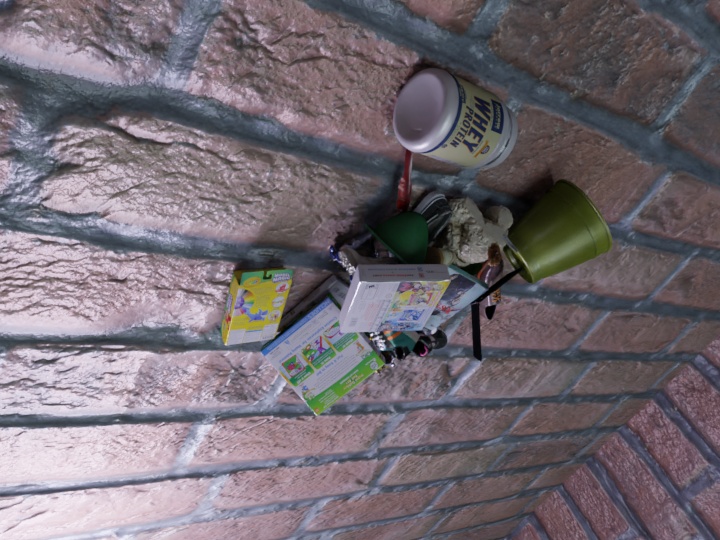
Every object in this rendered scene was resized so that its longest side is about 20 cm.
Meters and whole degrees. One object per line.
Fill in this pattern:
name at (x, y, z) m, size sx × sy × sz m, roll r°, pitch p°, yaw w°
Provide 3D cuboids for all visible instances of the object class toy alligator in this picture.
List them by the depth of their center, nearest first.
toy alligator at (0.254, 0.002, 1.595) m, size 0.054 × 0.059 × 0.200 m, roll 33°, pitch 115°, yaw -6°

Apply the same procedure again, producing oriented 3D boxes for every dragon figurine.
dragon figurine at (0.000, 0.000, 1.407) m, size 0.099 × 0.059 × 0.200 m, roll -28°, pitch 137°, yaw -3°

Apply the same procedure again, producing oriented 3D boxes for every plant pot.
plant pot at (0.438, -0.072, 1.510) m, size 0.192 × 0.201 × 0.201 m, roll -35°, pitch 142°, yaw -1°

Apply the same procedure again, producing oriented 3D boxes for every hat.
hat at (0.121, -0.103, 1.314) m, size 0.176 × 0.166 × 0.200 m, roll -48°, pitch 154°, yaw 4°

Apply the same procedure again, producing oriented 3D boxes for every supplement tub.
supplement tub at (0.174, -0.265, 1.174) m, size 0.199 × 0.145 × 0.145 m, roll 8°, pitch 127°, yaw -40°

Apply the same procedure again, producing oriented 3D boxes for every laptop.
laptop at (0.320, 0.103, 1.540) m, size 0.200 × 0.116 × 0.187 m, roll -37°, pitch 175°, yaw 1°

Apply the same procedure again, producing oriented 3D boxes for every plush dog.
plush dog at (0.236, -0.057, 1.462) m, size 0.199 × 0.162 × 0.172 m, roll 6°, pitch 155°, yaw -36°

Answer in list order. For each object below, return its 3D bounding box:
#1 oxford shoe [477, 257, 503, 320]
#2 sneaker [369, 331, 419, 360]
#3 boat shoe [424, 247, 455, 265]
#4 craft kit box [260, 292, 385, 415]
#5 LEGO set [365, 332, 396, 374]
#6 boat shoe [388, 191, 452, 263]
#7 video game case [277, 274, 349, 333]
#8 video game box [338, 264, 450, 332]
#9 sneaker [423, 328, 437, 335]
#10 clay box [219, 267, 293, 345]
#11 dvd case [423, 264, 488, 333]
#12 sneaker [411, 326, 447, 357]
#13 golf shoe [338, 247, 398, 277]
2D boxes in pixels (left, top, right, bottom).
oxford shoe at (0.342, 0.045, 1.680) m, size 0.071 × 0.073 × 0.201 m, roll -17°, pitch 139°, yaw -18°
sneaker at (0.052, 0.140, 1.501) m, size 0.200 × 0.071 × 0.080 m, roll 36°, pitch 73°, yaw -29°
boat shoe at (0.126, 0.010, 1.440) m, size 0.062 × 0.074 × 0.200 m, roll -6°, pitch 162°, yaw -43°
craft kit box at (-0.081, 0.185, 1.437) m, size 0.200 × 0.049 × 0.198 m, roll -38°, pitch 99°, yaw 8°
LEGO set at (-0.010, 0.226, 1.566) m, size 0.199 × 0.116 × 0.154 m, roll 3°, pitch 133°, yaw -42°
boat shoe at (0.126, -0.076, 1.399) m, size 0.072 × 0.071 × 0.200 m, roll -1°, pitch 138°, yaw -35°
video game case at (-0.073, 0.109, 1.507) m, size 0.182 × 0.023 × 0.200 m, roll -40°, pitch 142°, yaw 10°
video game box at (0.063, 0.058, 1.298) m, size 0.181 × 0.047 × 0.200 m, roll 2°, pitch 146°, yaw -14°
sneaker at (0.130, 0.096, 1.604) m, size 0.085 × 0.077 × 0.200 m, roll -23°, pitch 134°, yaw 4°
clay box at (-0.214, 0.064, 1.340) m, size 0.114 × 0.048 × 0.201 m, roll -5°, pitch 133°, yaw -31°
dvd case at (0.177, 0.066, 1.509) m, size 0.146 × 0.022 × 0.200 m, roll 26°, pitch 130°, yaw -33°
sneaker at (0.160, 0.191, 1.702) m, size 0.199 × 0.087 × 0.080 m, roll 11°, pitch 127°, yaw -42°
golf shoe at (0.026, -0.007, 1.328) m, size 0.097 × 0.078 × 0.200 m, roll -41°, pitch 145°, yaw 2°
